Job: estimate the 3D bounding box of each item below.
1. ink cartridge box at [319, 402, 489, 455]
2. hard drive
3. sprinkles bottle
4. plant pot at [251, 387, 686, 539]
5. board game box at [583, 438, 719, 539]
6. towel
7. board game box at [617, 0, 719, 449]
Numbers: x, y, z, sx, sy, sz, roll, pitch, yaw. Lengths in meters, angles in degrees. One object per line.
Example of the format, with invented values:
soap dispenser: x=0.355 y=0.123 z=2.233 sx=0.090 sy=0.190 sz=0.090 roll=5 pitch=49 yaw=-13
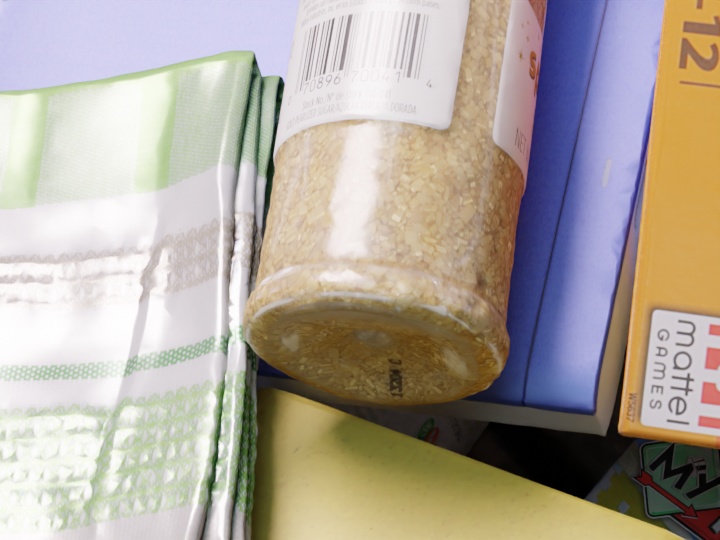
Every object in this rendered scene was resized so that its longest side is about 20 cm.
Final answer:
ink cartridge box: x=0.000 y=0.000 z=0.823 sx=0.076 sy=0.148 sz=0.200 roll=30 pitch=73 yaw=25
hard drive: x=-0.018 y=-0.030 z=0.743 sx=0.199 sy=0.025 sz=0.133 roll=6 pitch=66 yaw=19
sprinkles bottle: x=0.016 y=-0.068 z=0.699 sx=0.068 sy=0.068 sz=0.201 roll=2 pitch=65 yaw=15
plant pot: x=0.008 y=0.151 z=0.706 sx=0.199 sy=0.200 sz=0.177 roll=18 pitch=68 yaw=26
board game box: x=0.133 y=0.138 z=0.786 sx=0.200 sy=0.029 sz=0.135 roll=36 pitch=77 yaw=27
towel: x=-0.097 y=0.030 z=0.688 sx=0.148 sy=0.031 sz=0.201 roll=-5 pitch=54 yaw=12
board game box: x=0.189 y=-0.059 z=0.725 sx=0.199 sy=0.200 sz=0.201 roll=7 pitch=101 yaw=13
